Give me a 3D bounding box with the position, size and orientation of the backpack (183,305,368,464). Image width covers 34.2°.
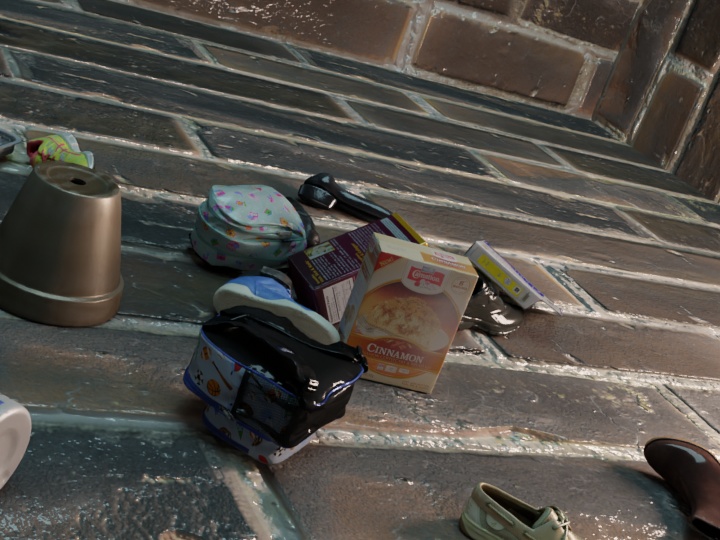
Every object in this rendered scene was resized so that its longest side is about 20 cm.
[{"bbox_3d":[-0.116,0.132,1.435,0.190,0.154,0.200,35,17,14],"label":"backpack"}]

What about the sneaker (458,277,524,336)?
[{"bbox_3d":[0.213,0.058,2.022,0.200,0.091,0.076,6,23,-38],"label":"sneaker"}]

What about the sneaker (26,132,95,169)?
[{"bbox_3d":[-0.506,-0.174,1.968,0.090,0.078,0.200,-4,25,-32],"label":"sneaker"}]

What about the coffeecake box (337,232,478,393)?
[{"bbox_3d":[0.061,0.063,1.704,0.153,0.200,0.073,14,21,-16],"label":"coffeecake box"}]

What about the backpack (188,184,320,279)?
[{"bbox_3d":[-0.181,-0.068,1.916,0.200,0.127,0.167,0,32,-38],"label":"backpack"}]

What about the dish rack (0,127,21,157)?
[{"bbox_3d":[-0.689,-0.226,1.952,0.200,0.044,0.172,23,20,8],"label":"dish rack"}]

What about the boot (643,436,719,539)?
[{"bbox_3d":[0.480,0.315,1.647,0.200,0.073,0.166,31,20,16],"label":"boot"}]

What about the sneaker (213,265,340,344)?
[{"bbox_3d":[-0.108,0.055,1.740,0.199,0.077,0.111,19,29,15],"label":"sneaker"}]

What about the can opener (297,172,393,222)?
[{"bbox_3d":[-0.027,-0.135,2.352,0.200,0.079,0.063,23,-19,-2],"label":"can opener"}]

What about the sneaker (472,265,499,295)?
[{"bbox_3d":[0.154,0.008,2.129,0.200,0.074,0.082,24,15,-22],"label":"sneaker"}]

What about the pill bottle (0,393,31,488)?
[{"bbox_3d":[-0.439,0.141,1.155,0.200,0.114,0.114,26,21,14],"label":"pill bottle"}]

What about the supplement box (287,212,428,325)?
[{"bbox_3d":[0.000,0.000,1.846,0.200,0.086,0.110,-22,37,-15],"label":"supplement box"}]

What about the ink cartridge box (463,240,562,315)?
[{"bbox_3d":[0.281,0.023,2.147,0.200,0.047,0.198,44,7,6],"label":"ink cartridge box"}]

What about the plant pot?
[{"bbox_3d":[-0.402,-0.046,1.583,0.199,0.174,0.200,19,20,-7],"label":"plant pot"}]

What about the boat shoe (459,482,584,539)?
[{"bbox_3d":[0.220,0.318,1.404,0.200,0.065,0.072,24,20,9],"label":"boat shoe"}]
